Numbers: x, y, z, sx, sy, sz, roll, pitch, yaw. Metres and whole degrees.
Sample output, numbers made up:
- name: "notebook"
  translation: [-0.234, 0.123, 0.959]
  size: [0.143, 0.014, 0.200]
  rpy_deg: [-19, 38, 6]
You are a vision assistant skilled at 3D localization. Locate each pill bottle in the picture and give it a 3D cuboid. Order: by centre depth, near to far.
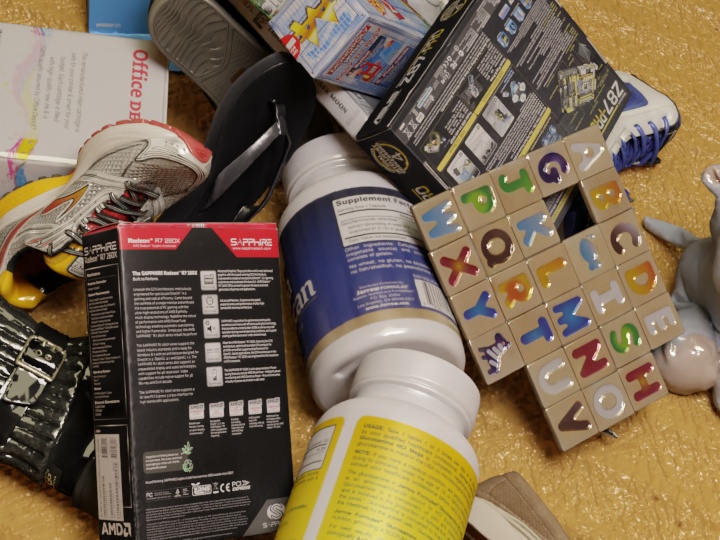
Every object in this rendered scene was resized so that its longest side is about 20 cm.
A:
- name: "pill bottle"
  translation: [0.010, 0.154, 0.948]
  size: [0.112, 0.113, 0.201]
  rpy_deg: [19, 58, 2]
- name: "pill bottle"
  translation: [0.000, 0.000, 1.093]
  size: [0.111, 0.111, 0.201]
  rpy_deg: [-2, 51, -16]

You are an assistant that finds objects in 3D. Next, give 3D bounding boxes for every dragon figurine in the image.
- name: "dragon figurine"
  translation: [0.171, 0.019, 1.129]
  size: [0.059, 0.100, 0.201]
  rpy_deg: [10, 49, -6]

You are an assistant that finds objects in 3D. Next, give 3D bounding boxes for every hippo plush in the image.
- name: "hippo plush"
  translation: [0.312, 0.000, 1.141]
  size: [0.159, 0.161, 0.201]
  rpy_deg: [13, 49, -3]

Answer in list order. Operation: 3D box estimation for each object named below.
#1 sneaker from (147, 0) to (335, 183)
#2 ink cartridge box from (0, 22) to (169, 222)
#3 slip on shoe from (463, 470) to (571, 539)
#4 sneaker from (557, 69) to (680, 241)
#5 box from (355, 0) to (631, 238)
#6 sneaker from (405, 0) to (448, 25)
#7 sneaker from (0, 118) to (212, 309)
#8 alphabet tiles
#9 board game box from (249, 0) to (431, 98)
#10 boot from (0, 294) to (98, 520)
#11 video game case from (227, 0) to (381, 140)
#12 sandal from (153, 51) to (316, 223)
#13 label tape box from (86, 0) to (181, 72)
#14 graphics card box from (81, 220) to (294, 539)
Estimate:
- name: "sneaker"
  translation: [-0.088, -0.160, 1.192]
  size: [0.075, 0.200, 0.106]
  rpy_deg: [-34, 28, 11]
- name: "ink cartridge box"
  translation: [-0.248, -0.107, 1.134]
  size: [0.199, 0.086, 0.148]
  rpy_deg: [7, 48, -11]
- name: "slip on shoe"
  translation: [0.139, 0.211, 0.980]
  size: [0.060, 0.076, 0.200]
  rpy_deg: [-32, 57, -27]
- name: "sneaker"
  translation: [0.210, -0.110, 1.261]
  size: [0.115, 0.081, 0.200]
  rpy_deg: [12, 47, -2]
- name: "box"
  translation: [0.105, -0.115, 1.120]
  size: [0.161, 0.049, 0.200]
  rpy_deg: [44, 59, -21]
- name: "sneaker"
  translation: [0.070, -0.166, 1.259]
  size: [0.199, 0.075, 0.116]
  rpy_deg: [18, 50, -16]
- name: "sneaker"
  translation: [-0.177, -0.034, 1.042]
  size: [0.078, 0.200, 0.082]
  rpy_deg: [31, 41, -39]
- name: "alphabet tiles"
  translation: [0.142, 0.017, 1.072]
  size: [0.167, 0.008, 0.201]
  rpy_deg: [-25, 92, -24]
- name: "board game box"
  translation: [-0.031, -0.202, 1.116]
  size: [0.200, 0.062, 0.200]
  rpy_deg: [43, 14, 1]
- name: "boot"
  translation: [-0.189, 0.052, 1.019]
  size: [0.157, 0.080, 0.211]
  rpy_deg: [27, 50, 9]
- name: "video game case"
  translation: [-0.004, -0.151, 1.200]
  size: [0.182, 0.023, 0.200]
  rpy_deg: [49, 17, 25]
- name: "sandal"
  translation: [-0.088, -0.061, 1.088]
  size: [0.076, 0.201, 0.043]
  rpy_deg: [23, 11, -49]
- name: "label tape box"
  translation: [-0.163, -0.262, 1.301]
  size: [0.144, 0.063, 0.201]
  rpy_deg: [0, 51, -14]
- name: "graphics card box"
  translation: [-0.107, 0.071, 0.956]
  size: [0.125, 0.051, 0.201]
  rpy_deg: [-2, 84, -41]
